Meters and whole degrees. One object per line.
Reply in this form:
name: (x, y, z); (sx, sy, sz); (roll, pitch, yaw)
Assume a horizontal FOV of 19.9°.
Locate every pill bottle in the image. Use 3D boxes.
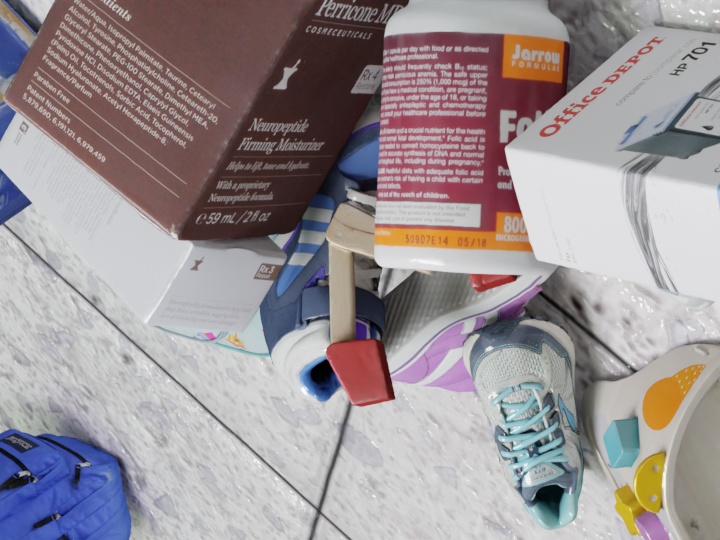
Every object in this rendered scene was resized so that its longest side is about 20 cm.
pill bottle: (0.069, -0.100, 1.246); (0.114, 0.114, 0.201); (5, 93, 50)

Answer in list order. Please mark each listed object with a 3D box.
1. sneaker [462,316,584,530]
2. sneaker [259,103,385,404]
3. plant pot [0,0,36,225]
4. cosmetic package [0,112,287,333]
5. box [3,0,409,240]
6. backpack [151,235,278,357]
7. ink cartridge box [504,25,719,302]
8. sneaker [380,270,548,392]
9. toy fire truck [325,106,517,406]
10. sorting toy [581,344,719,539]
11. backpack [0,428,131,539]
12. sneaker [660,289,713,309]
sneaker: (0.127, 0.111, 1.461); (0.200, 0.077, 0.087); (64, -166, -48)
sneaker: (0.000, 0.000, 1.446); (0.200, 0.080, 0.147); (-55, 38, 27)
plant pot: (-0.371, -0.143, 1.775); (0.200, 0.200, 0.180); (46, 143, 8)
cosmetic package: (-0.154, -0.043, 1.416); (0.200, 0.101, 0.074); (45, 113, 34)
box: (-0.092, -0.147, 1.349); (0.164, 0.166, 0.201); (38, 109, 20)
backpack: (-0.108, -0.026, 1.599); (0.175, 0.153, 0.201); (12, 139, 39)
ink cartridge box: (0.205, -0.059, 1.152); (0.199, 0.146, 0.086); (15, 136, 44)
sneaker: (0.098, 0.024, 1.474); (0.114, 0.073, 0.200); (21, 140, -33)
toy fire truck: (0.030, -0.021, 1.376); (0.049, 0.140, 0.201); (34, -140, -81)
sorting toy: (0.218, 0.150, 1.434); (0.201, 0.107, 0.180); (61, 167, -17)
backpack: (-0.341, 0.254, 2.150); (0.162, 0.200, 0.169); (25, 131, 40)
sneaker: (0.154, -0.038, 1.321); (0.200, 0.075, 0.087); (41, 165, 27)
